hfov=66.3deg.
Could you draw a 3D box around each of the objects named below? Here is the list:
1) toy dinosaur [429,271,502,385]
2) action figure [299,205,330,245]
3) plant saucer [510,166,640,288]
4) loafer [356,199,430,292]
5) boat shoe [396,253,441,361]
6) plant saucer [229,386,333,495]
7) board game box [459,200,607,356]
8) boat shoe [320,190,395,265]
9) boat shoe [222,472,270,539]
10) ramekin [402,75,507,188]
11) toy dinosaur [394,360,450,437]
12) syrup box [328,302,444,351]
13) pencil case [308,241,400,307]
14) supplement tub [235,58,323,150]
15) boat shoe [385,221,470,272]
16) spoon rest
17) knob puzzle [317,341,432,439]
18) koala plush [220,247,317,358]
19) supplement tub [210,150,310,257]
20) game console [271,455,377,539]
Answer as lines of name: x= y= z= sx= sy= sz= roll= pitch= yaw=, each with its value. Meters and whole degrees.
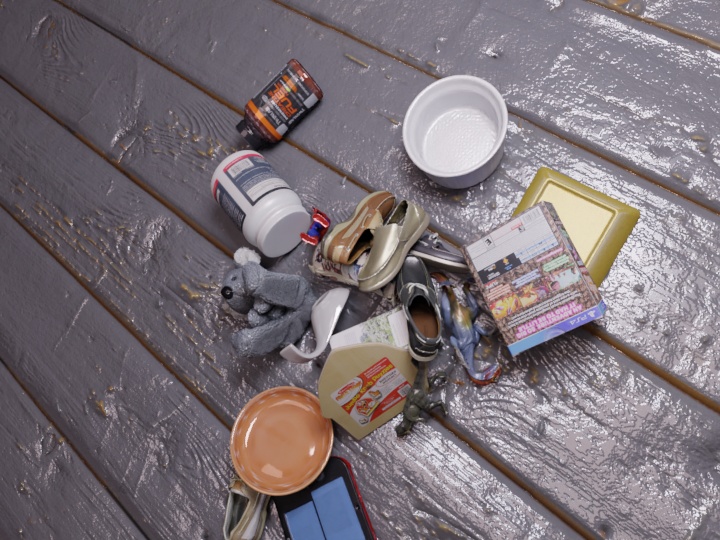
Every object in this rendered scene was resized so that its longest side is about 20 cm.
toy dinosaur: x=0.198 y=0.107 z=0.999 sx=0.103 sy=0.200 sz=0.186 roll=-10 pitch=105 yaw=-5
action figure: x=-0.086 y=-0.084 z=1.076 sx=0.051 sy=0.200 sz=0.066 roll=29 pitch=93 yaw=-2
plant saucer: x=0.359 y=-0.070 z=0.981 sx=0.198 sy=0.048 sz=0.202 roll=31 pitch=90 yaw=24
loafer: x=0.049 y=-0.048 z=0.992 sx=0.075 sy=0.068 sz=0.201 roll=-4 pitch=45 yaw=55
boat shoe: x=0.103 y=0.049 z=0.949 sx=0.070 sy=0.068 sz=0.203 roll=-5 pitch=55 yaw=-2
plant saucer: x=-0.147 y=0.322 z=1.046 sx=0.195 sy=0.038 sz=0.204 roll=-2 pitch=58 yaw=3
board game box: x=0.288 y=0.012 z=0.921 sx=0.158 sy=0.096 sz=0.203 roll=-30 pitch=79 yaw=28
boat shoe: x=0.009 y=-0.074 z=1.052 sx=0.073 sy=0.076 sz=0.200 roll=29 pitch=57 yaw=27
boat shoe: x=-0.212 y=0.416 z=1.055 sx=0.074 sy=0.068 sz=0.205 roll=-4 pitch=73 yaw=38
ramekin: x=0.186 y=-0.259 z=1.064 sx=0.196 sy=0.098 sz=0.205 roll=-5 pitch=75 yaw=18
toy dinosaur: x=0.116 y=0.218 z=0.979 sx=0.086 sy=0.047 sz=0.204 roll=5 pitch=107 yaw=-19
syrup box: x=0.047 y=0.133 z=1.029 sx=0.197 sy=0.081 sz=0.080 roll=-25 pitch=67 yaw=14
pencil case: x=0.000 y=0.000 z=1.076 sx=0.196 sy=0.079 sz=0.090 roll=18 pitch=43 yaw=22
supplement tub: x=-0.183 y=-0.359 z=1.221 sx=0.200 sy=0.107 sz=0.107 roll=-43 pitch=67 yaw=6
boat shoe: x=0.123 y=-0.049 z=1.051 sx=0.197 sy=0.072 sz=0.064 roll=19 pitch=83 yaw=29
spoon rest: x=-0.077 y=0.104 z=1.043 sx=0.061 sy=0.201 sz=0.099 roll=46 pitch=133 yaw=-9
knob puzzle: x=0.008 y=0.197 z=0.988 sx=0.218 sy=0.220 sz=0.031 roll=-35 pitch=31 yaw=8
koala plush: x=-0.208 y=0.055 z=1.115 sx=0.198 sy=0.182 sz=0.181 roll=21 pitch=105 yaw=40
supplement tub: x=-0.210 y=-0.141 z=1.158 sx=0.140 sy=0.140 sz=0.200 roll=-44 pitch=67 yaw=5
game console: x=-0.067 y=0.466 z=1.018 sx=0.175 sy=0.031 sz=0.203 roll=-28 pitch=69 yaw=12
